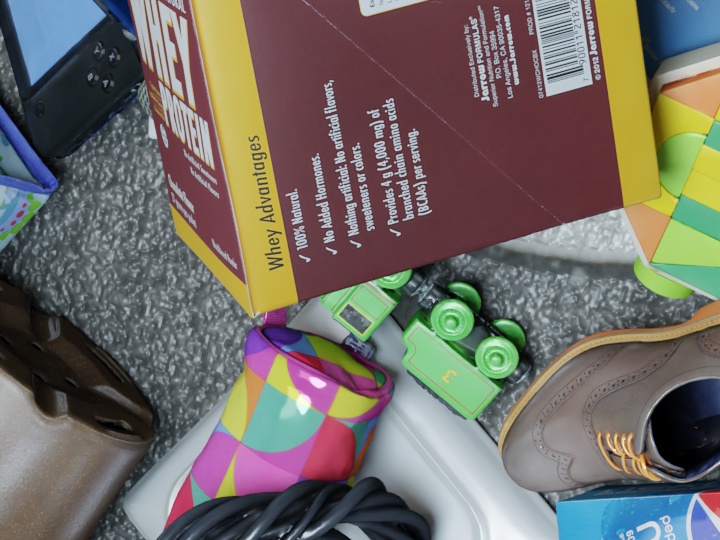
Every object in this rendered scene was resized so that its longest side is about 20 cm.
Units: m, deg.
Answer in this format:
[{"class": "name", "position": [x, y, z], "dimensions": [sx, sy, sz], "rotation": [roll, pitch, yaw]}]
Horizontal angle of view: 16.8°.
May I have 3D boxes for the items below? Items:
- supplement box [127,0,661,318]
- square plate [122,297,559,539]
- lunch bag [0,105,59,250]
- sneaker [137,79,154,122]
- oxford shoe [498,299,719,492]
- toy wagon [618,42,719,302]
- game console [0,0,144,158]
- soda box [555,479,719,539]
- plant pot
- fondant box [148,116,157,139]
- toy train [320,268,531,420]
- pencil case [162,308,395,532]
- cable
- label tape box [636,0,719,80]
[{"class": "supplement box", "position": [0.008, -0.112, 1.104], "dimensions": [0.200, 0.133, 0.197], "rotation": [-16, 112, -14]}, {"class": "square plate", "position": [-0.015, 0.136, 1.294], "dimensions": [0.198, 0.028, 0.200], "rotation": [-46, 72, 19]}, {"class": "lunch bag", "position": [-0.293, -0.060, 1.371], "dimensions": [0.170, 0.127, 0.200], "rotation": [-49, 66, 20]}, {"class": "sneaker", "position": [-0.056, -0.150, 1.214], "dimensions": [0.091, 0.078, 0.200], "rotation": [16, 79, 52]}, {"class": "oxford shoe", "position": [0.134, 0.070, 1.171], "dimensions": [0.071, 0.073, 0.200], "rotation": [48, 133, -12]}, {"class": "toy wagon", "position": [0.219, -0.029, 1.135], "dimensions": [0.200, 0.040, 0.155], "rotation": [26, 124, 9]}, {"class": "game console", "position": [-0.179, -0.185, 1.279], "dimensions": [0.171, 0.118, 0.200], "rotation": [-37, 61, 37]}, {"class": "soda box", "position": [0.199, 0.132, 1.164], "dimensions": [0.200, 0.068, 0.064], "rotation": [-7, 89, 27]}, {"class": "plant pot", "position": [-0.226, 0.118, 1.317], "dimensions": [0.200, 0.200, 0.198], "rotation": [43, 102, 19]}, {"class": "fondant box", "position": [-0.033, -0.163, 1.279], "dimensions": [0.144, 0.058, 0.200], "rotation": [5, 93, 27]}, {"class": "toy train", "position": [0.000, 0.000, 1.243], "dimensions": [0.200, 0.042, 0.056], "rotation": [39, 110, -3]}, {"class": "pencil case", "position": [-0.053, 0.119, 1.248], "dimensions": [0.088, 0.088, 0.200], "rotation": [30, 105, 23]}, {"class": "cable", "position": [-0.050, 0.180, 1.196], "dimensions": [0.051, 0.200, 0.163], "rotation": [-133, 42, -52]}, {"class": "label tape box", "position": [0.182, -0.197, 1.168], "dimensions": [0.200, 0.066, 0.143], "rotation": [-45, 73, 18]}]
